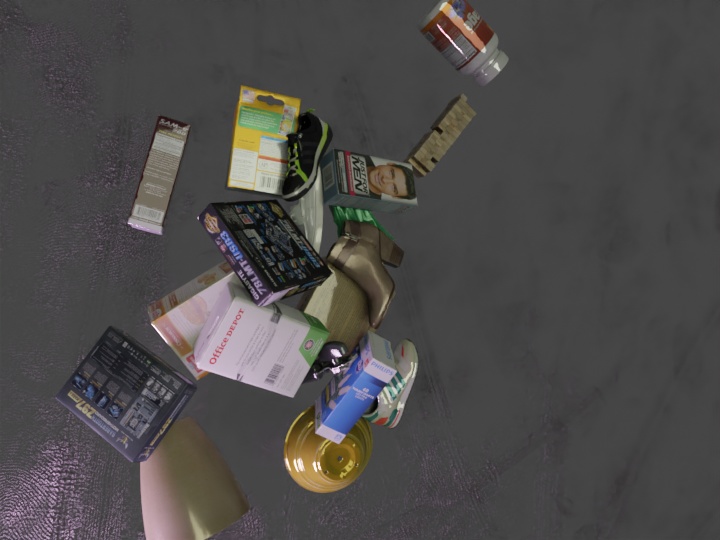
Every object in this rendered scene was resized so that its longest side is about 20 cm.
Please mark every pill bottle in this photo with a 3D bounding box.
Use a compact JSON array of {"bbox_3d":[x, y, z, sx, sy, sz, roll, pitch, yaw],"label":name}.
[{"bbox_3d":[0.231,-0.511,1.202,0.200,0.112,0.112,40,79,-16],"label":"pill bottle"}]

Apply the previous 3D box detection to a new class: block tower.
[{"bbox_3d":[0.180,-0.302,1.220,0.058,0.054,0.200,39,79,-17],"label":"block tower"}]

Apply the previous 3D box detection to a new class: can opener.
[{"bbox_3d":[-0.090,0.186,1.073,0.053,0.200,0.067,-29,94,-57],"label":"can opener"}]

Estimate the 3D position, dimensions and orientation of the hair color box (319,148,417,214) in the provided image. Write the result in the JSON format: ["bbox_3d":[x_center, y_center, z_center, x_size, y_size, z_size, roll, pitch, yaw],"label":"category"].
[{"bbox_3d":[0.019,-0.181,1.124,0.200,0.061,0.099,3,73,-35],"label":"hair color box"}]

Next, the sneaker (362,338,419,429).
[{"bbox_3d":[0.059,0.241,1.180,0.093,0.070,0.200,18,88,-25],"label":"sneaker"}]

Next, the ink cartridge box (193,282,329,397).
[{"bbox_3d":[-0.182,0.128,0.990,0.200,0.084,0.146,27,98,-29],"label":"ink cartridge box"}]

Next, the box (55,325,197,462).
[{"bbox_3d":[-0.418,0.218,0.971,0.200,0.051,0.158,30,78,16],"label":"box"}]

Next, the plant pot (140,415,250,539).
[{"bbox_3d":[-0.329,0.383,1.004,0.187,0.187,0.200,-20,83,-18],"label":"plant pot"}]

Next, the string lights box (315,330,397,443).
[{"bbox_3d":[-0.012,0.228,1.064,0.059,0.103,0.200,30,108,-17],"label":"string lights box"}]

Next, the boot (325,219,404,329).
[{"bbox_3d":[0.000,0.000,1.084,0.146,0.070,0.200,23,67,-14],"label":"boot"}]

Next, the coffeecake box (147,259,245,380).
[{"bbox_3d":[-0.268,0.085,1.026,0.200,0.073,0.154,-33,121,-10],"label":"coffeecake box"}]

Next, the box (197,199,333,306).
[{"bbox_3d":[-0.170,-0.042,1.007,0.050,0.198,0.200,-42,79,26],"label":"box"}]

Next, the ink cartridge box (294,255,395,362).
[{"bbox_3d":[-0.047,0.093,1.137,0.165,0.075,0.200,30,81,-19],"label":"ink cartridge box"}]

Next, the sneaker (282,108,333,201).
[{"bbox_3d":[-0.123,-0.227,1.054,0.083,0.072,0.200,39,57,-37],"label":"sneaker"}]

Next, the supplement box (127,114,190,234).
[{"bbox_3d":[-0.369,-0.171,0.998,0.061,0.109,0.200,16,85,-19],"label":"supplement box"}]

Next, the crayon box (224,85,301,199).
[{"bbox_3d":[-0.195,-0.253,1.088,0.126,0.052,0.200,7,90,-20],"label":"crayon box"}]

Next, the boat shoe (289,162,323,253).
[{"bbox_3d":[-0.112,-0.125,1.114,0.068,0.072,0.200,0,93,-7],"label":"boat shoe"}]

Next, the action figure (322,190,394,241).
[{"bbox_3d":[-0.024,-0.125,1.151,0.118,0.055,0.200,-29,97,-15],"label":"action figure"}]

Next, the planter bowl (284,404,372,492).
[{"bbox_3d":[-0.054,0.382,1.137,0.200,0.083,0.201,0,91,-20],"label":"planter bowl"}]
